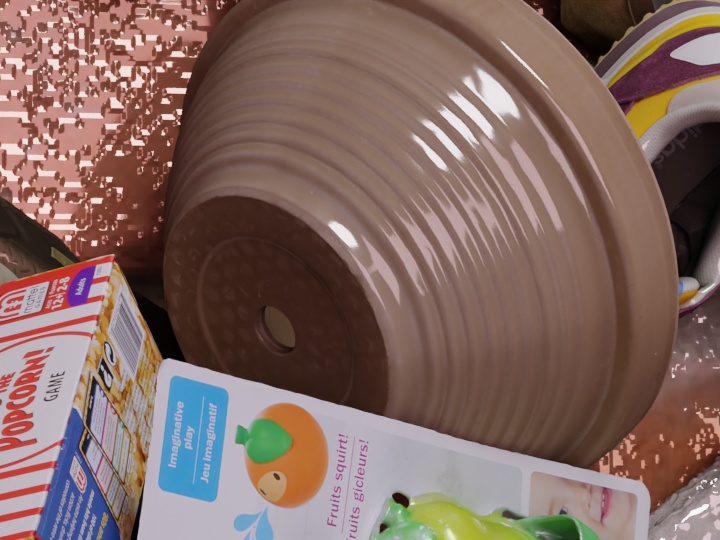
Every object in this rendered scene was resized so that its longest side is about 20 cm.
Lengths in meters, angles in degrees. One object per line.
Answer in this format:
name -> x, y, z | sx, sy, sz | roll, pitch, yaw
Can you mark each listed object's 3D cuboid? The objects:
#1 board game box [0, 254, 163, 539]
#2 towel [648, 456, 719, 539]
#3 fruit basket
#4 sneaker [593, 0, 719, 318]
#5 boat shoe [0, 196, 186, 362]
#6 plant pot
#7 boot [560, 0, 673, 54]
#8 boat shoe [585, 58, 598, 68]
board game box -> -0.073, 0.120, 0.895 | 0.046, 0.152, 0.201 | -14, 120, 15
towel -> 0.126, 0.160, 1.047 | 0.200, 0.034, 0.133 | -33, 94, -16
fruit basket -> 0.012, 0.137, 0.850 | 0.199, 0.093, 0.186 | 20, 71, -39
sneaker -> 0.077, -0.003, 0.961 | 0.075, 0.090, 0.200 | 28, 116, -17
boat shoe -> -0.098, 0.047, 0.978 | 0.200, 0.072, 0.076 | 38, 102, -11
plant pot -> 0.000, 0.000, 0.922 | 0.093, 0.200, 0.202 | -33, 97, -43
boot -> 0.164, -0.093, 1.061 | 0.199, 0.075, 0.074 | 14, 82, -34
boat shoe -> 0.109, -0.034, 1.038 | 0.198, 0.075, 0.066 | 17, 110, -26
